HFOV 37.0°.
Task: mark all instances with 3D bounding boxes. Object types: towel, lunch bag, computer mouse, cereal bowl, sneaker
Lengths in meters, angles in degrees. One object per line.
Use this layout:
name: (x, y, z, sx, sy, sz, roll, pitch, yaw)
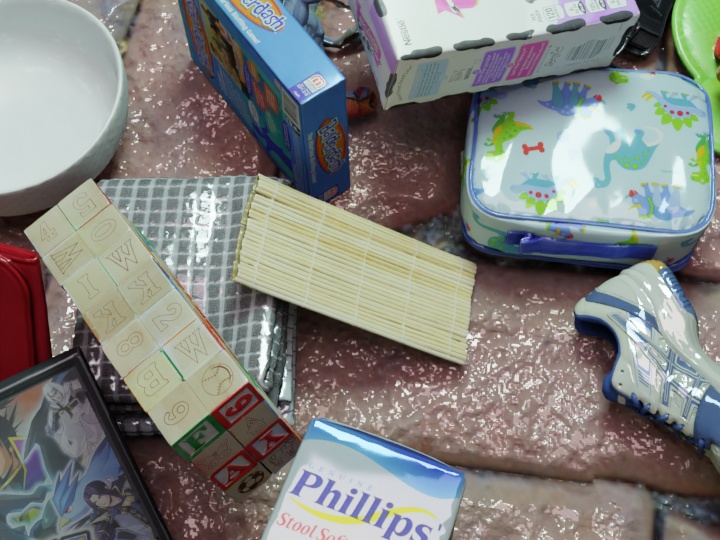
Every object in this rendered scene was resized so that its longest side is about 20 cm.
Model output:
towel: (-0.131, 0.022, 0.824, 0.164, 0.086, 0.202, -1, 63, 2)
lunch bag: (0.180, -0.081, 0.869, 0.198, 0.083, 0.162, 4, 63, 4)
computer mouse: (0.216, -0.247, 0.951, 0.140, 0.046, 0.202, 28, 69, -23)
cereal bowl: (-0.287, -0.129, 0.905, 0.198, 0.084, 0.202, -1, 64, 2)
sneaker: (0.228, 0.092, 0.797, 0.088, 0.075, 0.201, -25, 58, 2)

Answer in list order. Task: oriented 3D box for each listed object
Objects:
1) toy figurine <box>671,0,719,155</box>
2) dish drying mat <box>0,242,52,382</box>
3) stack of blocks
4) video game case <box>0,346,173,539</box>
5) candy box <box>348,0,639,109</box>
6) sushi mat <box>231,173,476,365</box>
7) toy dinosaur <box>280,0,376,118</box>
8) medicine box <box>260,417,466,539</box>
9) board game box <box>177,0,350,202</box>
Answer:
toy figurine: (0.347, -0.214, 0.864, 0.149, 0.184, 0.201, 24, 71, 2)
dish drying mat: (-0.250, 0.063, 0.750, 0.076, 0.201, 0.018, 15, 38, 10)
stack of blocks: (-0.128, 0.045, 0.706, 0.058, 0.115, 0.200, -39, 59, -6)
video game case: (-0.243, 0.176, 0.727, 0.199, 0.025, 0.182, -25, 102, -11)
candy box: (0.090, -0.231, 0.843, 0.198, 0.072, 0.169, -14, 70, -13)
sushi mat: (0.000, 0.000, 0.817, 0.199, 0.012, 0.096, 21, 58, -21)
toy dinosaur: (-0.051, -0.210, 0.965, 0.199, 0.105, 0.183, -16, 69, 31)
medicine box: (-0.016, 0.223, 0.666, 0.102, 0.183, 0.201, 18, 65, 10)
board game box: (-0.082, -0.167, 0.880, 0.045, 0.152, 0.200, -33, 68, -15)
